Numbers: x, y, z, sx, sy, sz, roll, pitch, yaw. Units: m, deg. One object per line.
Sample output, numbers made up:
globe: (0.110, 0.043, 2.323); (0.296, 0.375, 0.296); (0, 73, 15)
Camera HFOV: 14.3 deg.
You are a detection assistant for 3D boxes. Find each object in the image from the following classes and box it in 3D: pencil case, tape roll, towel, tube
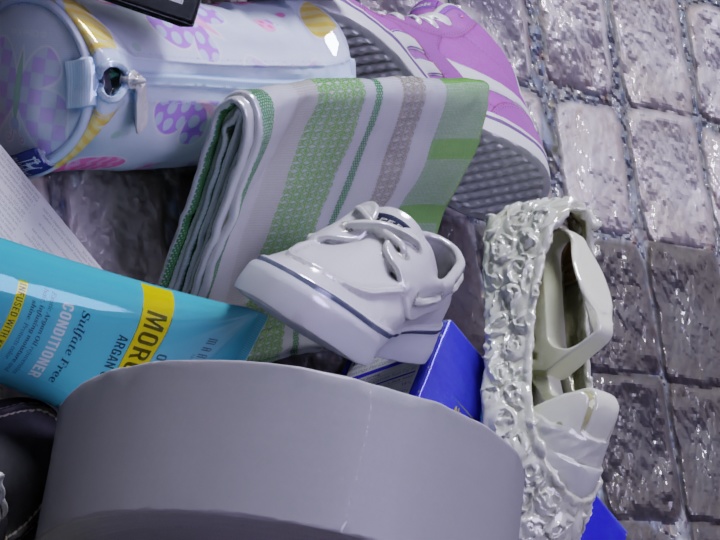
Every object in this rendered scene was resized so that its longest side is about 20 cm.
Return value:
pencil case: (-0.089, -0.088, 1.319); (0.200, 0.091, 0.083); (-5, 80, -53)
tape roll: (-0.033, 0.103, 1.197); (0.200, 0.200, 0.066); (31, 59, -42)
towel: (-0.016, -0.021, 1.368); (0.200, 0.031, 0.150); (-8, 125, -52)
tube: (-0.137, 0.022, 1.214); (0.200, 0.078, 0.050); (21, 16, -32)

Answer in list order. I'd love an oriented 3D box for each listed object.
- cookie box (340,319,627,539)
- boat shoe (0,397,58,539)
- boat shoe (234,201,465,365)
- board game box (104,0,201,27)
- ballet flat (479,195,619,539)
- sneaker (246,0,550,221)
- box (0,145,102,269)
cookie box: (0.038, 0.157, 1.402); (0.171, 0.075, 0.200); (50, 43, -27)
boat shoe: (-0.166, 0.107, 1.168); (0.200, 0.063, 0.073); (-41, 106, -53)
boat shoe: (0.000, 0.000, 1.311); (0.065, 0.073, 0.200); (-61, 169, 6)
board game box: (-0.145, -0.199, 1.222); (0.199, 0.028, 0.136); (18, 89, -18)
ballet flat: (0.094, 0.050, 1.403); (0.072, 0.072, 0.201); (25, 54, -45)
sneaker: (0.011, -0.110, 1.490); (0.200, 0.073, 0.115); (34, 33, -34)
box: (-0.162, -0.021, 1.242); (0.200, 0.039, 0.041); (52, 43, -26)
